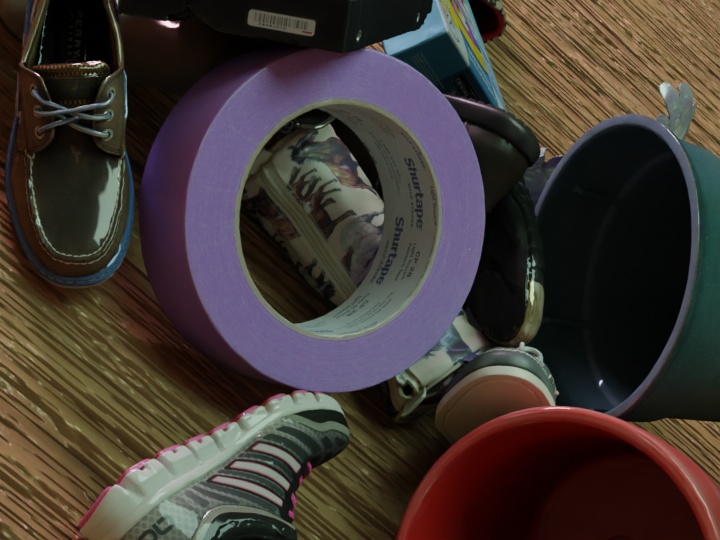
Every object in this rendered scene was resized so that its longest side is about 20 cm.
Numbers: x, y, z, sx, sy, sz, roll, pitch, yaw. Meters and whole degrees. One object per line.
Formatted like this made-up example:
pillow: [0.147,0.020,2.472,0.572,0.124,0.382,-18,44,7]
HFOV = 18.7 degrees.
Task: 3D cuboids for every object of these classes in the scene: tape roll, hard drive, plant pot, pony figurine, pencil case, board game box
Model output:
tape roll: [-0.027,-0.031,1.282,0.200,0.066,0.201,-3,95,-31]
hard drive: [-0.044,-0.166,1.304,0.139,0.038,0.200,12,13,14]
plant pot: [0.235,0.017,1.423,0.196,0.200,0.201,12,44,-28]
pony figurine: [0.178,-0.021,1.589,0.166,0.193,0.200,-17,63,-18]
plant pot: [0.137,0.176,1.282,0.201,0.200,0.177,57,18,13]
pencil case: [0.000,0.000,1.395,0.200,0.078,0.089,54,14,7]
board game box: [0.041,-0.191,1.517,0.151,0.047,0.200,51,19,-55]

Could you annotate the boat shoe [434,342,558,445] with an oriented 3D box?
boat shoe: [0.085,0.076,1.343,0.200,0.073,0.062,79,17,-69]

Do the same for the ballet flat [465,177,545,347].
ballet flat: [0.099,-0.021,1.430,0.057,0.066,0.200,32,31,-27]

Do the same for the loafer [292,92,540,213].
loafer: [0.017,-0.085,1.430,0.071,0.200,0.073,-63,144,-16]

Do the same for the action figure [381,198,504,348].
action figure: [0.049,-0.030,1.513,0.200,0.069,0.130,45,36,-2]

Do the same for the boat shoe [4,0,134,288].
boat shoe: [-0.165,-0.090,1.226,0.072,0.072,0.200,-4,67,-9]

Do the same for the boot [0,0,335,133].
boot: [-0.109,-0.135,1.341,0.146,0.070,0.200,30,17,34]

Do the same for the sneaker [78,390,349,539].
sneaker: [-0.062,0.128,1.164,0.088,0.074,0.200,55,34,9]

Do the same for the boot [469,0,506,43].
boot: [0.039,-0.281,1.791,0.203,0.073,0.154,25,40,-36]
